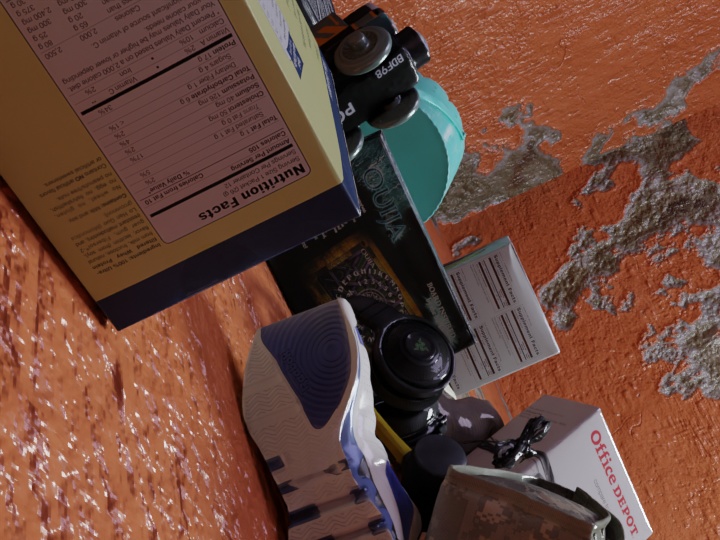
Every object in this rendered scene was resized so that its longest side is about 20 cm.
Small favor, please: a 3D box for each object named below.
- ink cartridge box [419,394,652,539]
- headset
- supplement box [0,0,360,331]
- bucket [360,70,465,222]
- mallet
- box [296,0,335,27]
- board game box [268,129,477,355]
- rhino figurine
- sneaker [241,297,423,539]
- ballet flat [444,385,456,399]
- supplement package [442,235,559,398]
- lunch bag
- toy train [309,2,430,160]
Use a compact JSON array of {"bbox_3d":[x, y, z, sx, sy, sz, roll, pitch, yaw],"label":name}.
[{"bbox_3d":[0.149,0.229,0.865,0.084,0.199,0.146,4,-57,61],"label":"ink cartridge box"},{"bbox_3d":[0.047,0.091,0.755,0.199,0.094,0.125,32,-45,34],"label":"headset"},{"bbox_3d":[-0.107,-0.122,0.481,0.201,0.133,0.201,-100,164,-58],"label":"supplement box"},{"bbox_3d":[0.024,-0.142,1.168,0.209,0.205,0.135,64,15,-15],"label":"bucket"},{"bbox_3d":[0.005,0.094,0.701,0.200,0.041,0.066,50,-39,28],"label":"mallet"},{"bbox_3d":[-0.104,-0.263,0.925,0.201,0.122,0.199,-102,165,-47],"label":"box"},{"bbox_3d":[0.000,0.000,0.821,0.028,0.134,0.202,-83,148,-75],"label":"board game box"},{"bbox_3d":[0.062,0.152,0.882,0.199,0.088,0.060,16,4,-44],"label":"rhino figurine"},{"bbox_3d":[-0.014,0.131,0.617,0.115,0.080,0.201,58,18,-65],"label":"sneaker"},{"bbox_3d":[0.081,0.167,1.068,0.075,0.074,0.201,-102,169,-55],"label":"ballet flat"},{"bbox_3d":[0.129,0.064,1.230,0.191,0.198,0.148,-31,97,-82],"label":"supplement package"},{"bbox_3d":[0.104,0.226,0.651,0.200,0.117,0.166,27,82,-68],"label":"lunch bag"},{"bbox_3d":[-0.043,-0.131,0.741,0.114,0.199,0.085,53,0,45],"label":"toy train"}]
